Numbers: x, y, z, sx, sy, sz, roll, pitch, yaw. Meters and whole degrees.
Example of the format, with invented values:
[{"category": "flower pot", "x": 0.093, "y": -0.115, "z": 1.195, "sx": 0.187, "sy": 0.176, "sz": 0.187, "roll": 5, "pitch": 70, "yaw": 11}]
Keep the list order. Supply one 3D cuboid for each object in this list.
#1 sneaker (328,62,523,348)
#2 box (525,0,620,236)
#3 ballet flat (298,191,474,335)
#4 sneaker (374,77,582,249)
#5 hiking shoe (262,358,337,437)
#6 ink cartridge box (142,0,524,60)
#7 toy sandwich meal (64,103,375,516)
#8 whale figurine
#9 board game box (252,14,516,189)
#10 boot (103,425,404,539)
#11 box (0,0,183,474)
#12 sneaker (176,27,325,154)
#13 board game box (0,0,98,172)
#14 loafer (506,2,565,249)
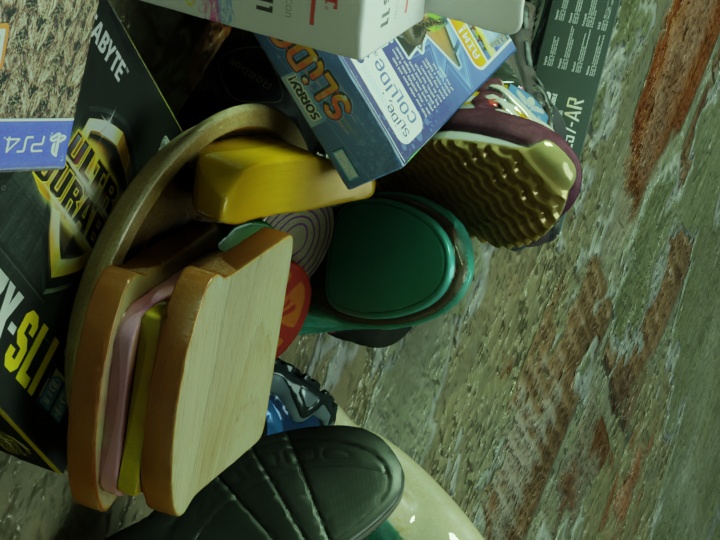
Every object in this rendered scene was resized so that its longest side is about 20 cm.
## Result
[{"category": "sneaker", "x": 0.021, "y": -0.054, "z": 1.246, "sx": 0.200, "sy": 0.080, "sz": 0.086, "roll": -56, "pitch": -149, "yaw": 36}, {"category": "box", "x": 0.123, "y": -0.133, "z": 1.447, "sx": 0.160, "sy": 0.043, "sz": 0.200, "roll": -109, "pitch": -148, "yaw": -79}, {"category": "ballet flat", "x": 0.000, "y": 0.000, "z": 1.096, "sx": 0.070, "sy": 0.200, "sz": 0.067, "roll": 13, "pitch": 78, "yaw": -42}, {"category": "sneaker", "x": 0.063, "y": -0.061, "z": 1.078, "sx": 0.090, "sy": 0.075, "sz": 0.200, "roll": -46, "pitch": -166, "yaw": -18}, {"category": "hiking shoe", "x": -0.081, "y": 0.073, "z": 1.139, "sx": 0.087, "sy": 0.074, "sz": 0.200, "roll": -62, "pitch": 150, "yaw": -4}, {"category": "ink cartridge box", "x": -0.032, "y": -0.157, "z": 0.870, "sx": 0.067, "sy": 0.200, "sz": 0.117, "roll": -41, "pitch": 142, "yaw": -56}, {"category": "toy sandwich meal", "x": -0.059, "y": 0.021, "z": 0.976, "sx": 0.205, "sy": 0.070, "sz": 0.205, "roll": -46, "pitch": 147, "yaw": -41}, {"category": "whale figurine", "x": 0.009, "y": 0.163, "z": 1.304, "sx": 0.104, "sy": 0.200, "sz": 0.159, "roll": -41, "pitch": 157, "yaw": -3}, {"category": "board game box", "x": -0.015, "y": -0.153, "z": 0.996, "sx": 0.200, "sy": 0.034, "sz": 0.135, "roll": 59, "pitch": 37, "yaw": -12}, {"category": "boot", "x": -0.065, "y": 0.162, "z": 1.136, "sx": 0.203, "sy": 0.074, "sz": 0.154, "roll": -29, "pitch": 155, "yaw": -5}, {"category": "box", "x": -0.139, "y": -0.023, "z": 0.922, "sx": 0.160, "sy": 0.049, "sz": 0.200, "roll": -64, "pitch": 159, "yaw": -19}, {"category": "sneaker", "x": -0.041, "y": -0.076, "z": 1.111, "sx": 0.114, "sy": 0.076, "sz": 0.199, "roll": -56, "pitch": 172, "yaw": 1}, {"category": "board game box", "x": -0.154, "y": -0.138, "z": 0.712, "sx": 0.159, "sy": 0.097, "sz": 0.200, "roll": -12, "pitch": 117, "yaw": -68}, {"category": "loafer", "x": 0.094, "y": -0.096, "z": 1.295, "sx": 0.072, "sy": 0.063, "sz": 0.200, "roll": 101, "pitch": -19, "yaw": -46}]
